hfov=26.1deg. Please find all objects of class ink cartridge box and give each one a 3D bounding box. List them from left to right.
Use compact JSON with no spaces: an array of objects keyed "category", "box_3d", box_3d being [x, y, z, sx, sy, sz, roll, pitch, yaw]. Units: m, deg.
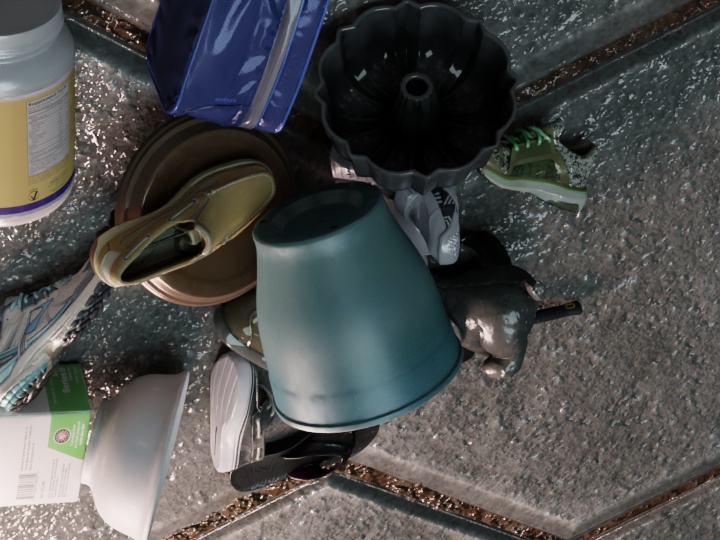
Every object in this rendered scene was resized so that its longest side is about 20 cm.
[{"category":"ink cartridge box","box_3d":[-0.406,0.183,1.708,0.198,0.084,0.147,0,130,-22]}]

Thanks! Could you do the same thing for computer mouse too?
[{"category":"computer mouse","box_3d":[0.103,-0.030,1.759,0.199,0.034,0.059,28,116,-37]}]

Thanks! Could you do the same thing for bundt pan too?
[{"category":"bundt pan","box_3d":[0.054,-0.161,1.524,0.199,0.204,0.076,-16,156,-7]}]

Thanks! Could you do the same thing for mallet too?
[{"category":"mallet","box_3d":[0.173,0.057,1.867,0.198,0.066,0.041,-17,137,-28]}]

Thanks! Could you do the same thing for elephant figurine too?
[{"category":"elephant figurine","box_3d":[0.091,0.040,1.726,0.197,0.142,0.157,14,110,0]}]

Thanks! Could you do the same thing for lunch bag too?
[{"category":"lunch bag","box_3d":[-0.103,-0.236,1.424,0.131,0.136,0.201,7,126,-27]}]

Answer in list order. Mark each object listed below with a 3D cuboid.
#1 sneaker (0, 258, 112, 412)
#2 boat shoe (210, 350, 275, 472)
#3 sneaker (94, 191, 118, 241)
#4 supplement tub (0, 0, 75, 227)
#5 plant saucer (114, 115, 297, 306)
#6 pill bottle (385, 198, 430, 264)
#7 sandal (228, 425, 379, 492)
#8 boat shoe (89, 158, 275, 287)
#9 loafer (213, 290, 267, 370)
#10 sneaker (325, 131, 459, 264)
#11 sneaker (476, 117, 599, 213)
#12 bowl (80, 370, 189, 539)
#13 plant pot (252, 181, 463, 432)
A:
[{"category":"sneaker","box_3d":[-0.334,0.048,1.624,0.086,0.078,0.201,38,92,2]},{"category":"boat shoe","box_3d":[-0.135,0.158,1.815,0.070,0.073,0.201,-11,144,-20]},{"category":"sneaker","box_3d":[-0.188,-0.027,1.596,0.199,0.105,0.060,23,118,-35]},{"category":"supplement tub","box_3d":[-0.329,-0.157,1.398,0.144,0.146,0.202,-6,131,-16]},{"category":"plant saucer","box_3d":[-0.146,-0.058,1.533,0.198,0.029,0.203,-10,111,-29]},{"category":"pill bottle","box_3d":[0.000,0.000,1.681,0.111,0.113,0.200,24,122,-36]},{"category":"sandal","box_3d":[-0.064,0.233,1.913,0.198,0.048,0.076,-23,134,-1]},{"category":"boat shoe","box_3d":[-0.155,-0.037,1.470,0.199,0.076,0.072,-34,119,-19]},{"category":"loafer","box_3d":[-0.076,0.085,1.760,0.070,0.076,0.199,-40,132,21]},{"category":"sneaker","box_3d":[0.032,-0.085,1.576,0.113,0.202,0.075,-13,151,-2]},{"category":"sneaker","box_3d":[0.182,-0.133,1.686,0.198,0.077,0.089,15,110,-37]},{"category":"bowl","box_3d":[-0.256,0.200,1.732,0.089,0.202,0.203,14,127,-3]},{"category":"plant pot","box_3d":[-0.016,0.024,1.525,0.198,0.200,0.190,-19,114,-5]}]
